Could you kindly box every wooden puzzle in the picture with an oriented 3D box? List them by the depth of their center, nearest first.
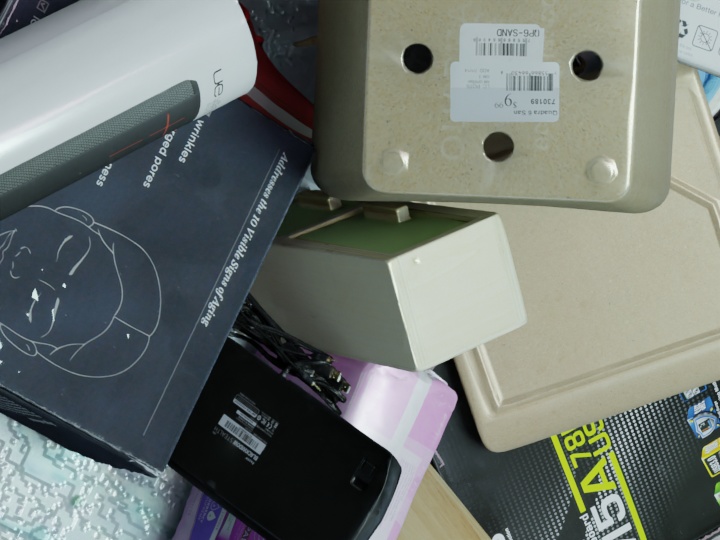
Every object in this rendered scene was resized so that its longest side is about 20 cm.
[{"bbox_3d":[0.129,-0.012,1.673,0.184,0.037,0.201,-19,105,4],"label":"wooden puzzle"}]

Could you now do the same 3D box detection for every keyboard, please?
[{"bbox_3d":[-0.048,0.082,1.577,0.104,0.200,0.040,-57,144,2],"label":"keyboard"}]

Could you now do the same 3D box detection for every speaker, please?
[{"bbox_3d":[-0.150,-0.083,1.424,0.199,0.081,0.082,-29,109,-26],"label":"speaker"}]

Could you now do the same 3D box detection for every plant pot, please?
[{"bbox_3d":[0.072,-0.121,1.501,0.198,0.177,0.201,3,101,1],"label":"plant pot"}]

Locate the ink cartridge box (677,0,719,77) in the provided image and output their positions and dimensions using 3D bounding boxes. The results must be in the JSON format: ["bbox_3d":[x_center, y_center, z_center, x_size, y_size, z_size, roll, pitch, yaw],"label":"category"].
[{"bbox_3d":[0.164,-0.224,1.602,0.197,0.043,0.201,20,94,0],"label":"ink cartridge box"}]

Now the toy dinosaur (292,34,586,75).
[{"bbox_3d":[0.072,-0.124,1.648,0.200,0.060,0.107,32,79,-30],"label":"toy dinosaur"}]

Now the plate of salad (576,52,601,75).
[{"bbox_3d":[0.123,-0.121,1.742,0.199,0.048,0.201,-2,95,-32],"label":"plate of salad"}]

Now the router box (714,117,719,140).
[{"bbox_3d":[0.273,-0.094,1.773,0.200,0.157,0.052,-40,79,-22],"label":"router box"}]

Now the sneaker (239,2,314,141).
[{"bbox_3d":[-0.078,-0.160,1.603,0.200,0.078,0.116,38,77,-29],"label":"sneaker"}]

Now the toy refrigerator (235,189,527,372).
[{"bbox_3d":[0.000,0.000,1.592,0.076,0.200,0.070,-23,106,-26],"label":"toy refrigerator"}]

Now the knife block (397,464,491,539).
[{"bbox_3d":[0.066,0.202,1.665,0.064,0.175,0.201,-26,107,-27],"label":"knife block"}]

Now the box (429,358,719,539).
[{"bbox_3d":[0.129,0.098,1.754,0.192,0.047,0.201,-27,108,-18],"label":"box"}]

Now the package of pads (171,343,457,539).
[{"bbox_3d":[-0.036,0.135,1.627,0.076,0.120,0.201,32,78,-35],"label":"package of pads"}]

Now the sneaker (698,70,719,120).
[{"bbox_3d":[0.187,-0.143,1.724,0.090,0.078,0.200,36,75,-7],"label":"sneaker"}]

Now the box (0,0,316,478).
[{"bbox_3d":[-0.163,-0.027,1.536,0.196,0.124,0.201,31,78,-27],"label":"box"}]
